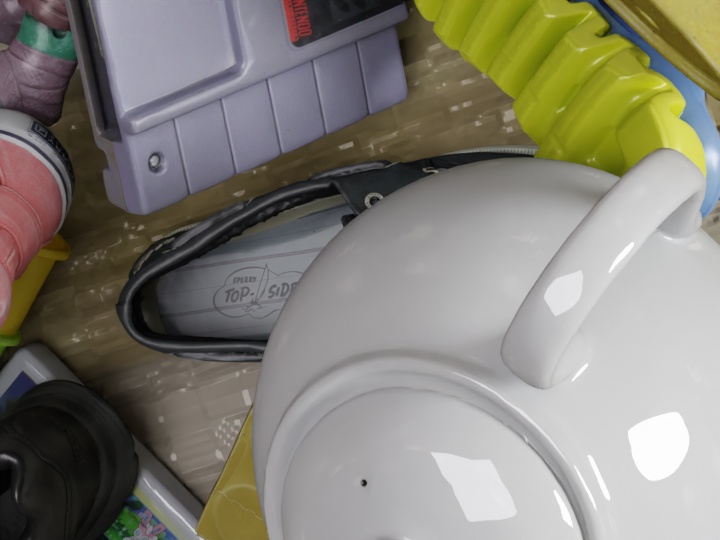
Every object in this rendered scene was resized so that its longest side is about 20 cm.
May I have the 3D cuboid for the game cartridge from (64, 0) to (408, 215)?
[{"bbox_3d":[-0.049,-0.134,0.951,0.038,0.129,0.201,24,131,53],"label":"game cartridge"}]

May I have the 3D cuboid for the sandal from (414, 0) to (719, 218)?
[{"bbox_3d":[0.081,-0.092,0.961,0.080,0.087,0.201,-48,59,44],"label":"sandal"}]

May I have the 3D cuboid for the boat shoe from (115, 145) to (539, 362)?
[{"bbox_3d":[-0.001,-0.002,1.004,0.199,0.066,0.075,-4,95,20],"label":"boat shoe"}]

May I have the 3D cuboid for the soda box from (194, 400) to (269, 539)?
[{"bbox_3d":[0.043,0.113,1.005,0.200,0.064,0.068,30,107,14],"label":"soda box"}]

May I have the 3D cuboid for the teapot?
[{"bbox_3d":[0.041,0.065,0.867,0.197,0.146,0.201,-7,107,30],"label":"teapot"}]

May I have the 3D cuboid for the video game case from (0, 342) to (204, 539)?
[{"bbox_3d":[-0.117,0.162,1.093,0.200,0.022,0.182,44,109,10],"label":"video game case"}]

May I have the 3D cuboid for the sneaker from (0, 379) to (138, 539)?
[{"bbox_3d":[-0.163,0.133,1.047,0.076,0.091,0.201,30,107,12],"label":"sneaker"}]

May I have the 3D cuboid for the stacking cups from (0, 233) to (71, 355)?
[{"bbox_3d":[-0.182,0.066,1.072,0.060,0.060,0.201,29,100,14],"label":"stacking cups"}]

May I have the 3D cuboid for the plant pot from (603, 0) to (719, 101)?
[{"bbox_3d":[0.132,-0.135,0.851,0.200,0.200,0.142,45,93,9],"label":"plant pot"}]

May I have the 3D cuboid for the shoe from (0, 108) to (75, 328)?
[{"bbox_3d":[-0.199,0.010,0.989,0.199,0.091,0.072,-21,118,25],"label":"shoe"}]

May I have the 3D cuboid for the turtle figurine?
[{"bbox_3d":[-0.094,-0.158,0.991,0.100,0.150,0.200,26,114,-3],"label":"turtle figurine"}]
